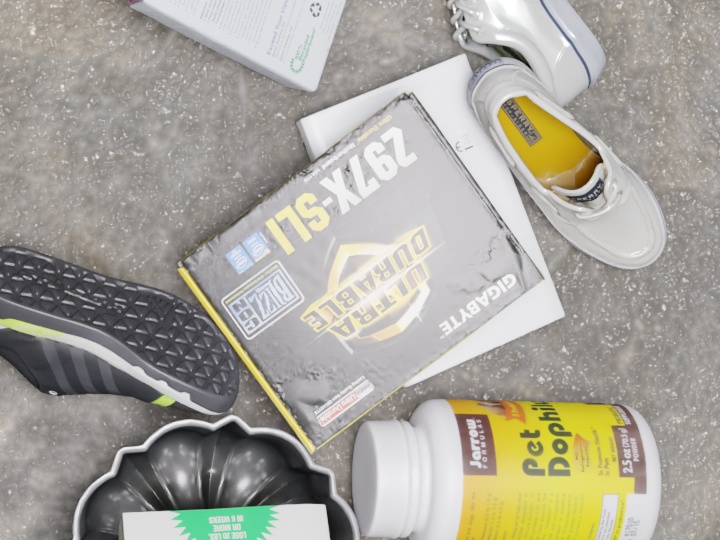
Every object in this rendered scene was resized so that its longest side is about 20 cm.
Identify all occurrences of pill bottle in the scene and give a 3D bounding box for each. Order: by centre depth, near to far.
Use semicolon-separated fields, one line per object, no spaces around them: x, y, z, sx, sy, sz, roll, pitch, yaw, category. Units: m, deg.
0.098;0.145;1.057;0.198;0.109;0.111;2;89;-14;pill bottle

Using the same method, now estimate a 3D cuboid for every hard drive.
0.051;-0.036;1.091;0.131;0.026;0.202;-23;95;-12;hard drive

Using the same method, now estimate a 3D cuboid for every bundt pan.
-0.102;0.195;1.026;0.200;0.076;0.204;0;89;-13;bundt pan

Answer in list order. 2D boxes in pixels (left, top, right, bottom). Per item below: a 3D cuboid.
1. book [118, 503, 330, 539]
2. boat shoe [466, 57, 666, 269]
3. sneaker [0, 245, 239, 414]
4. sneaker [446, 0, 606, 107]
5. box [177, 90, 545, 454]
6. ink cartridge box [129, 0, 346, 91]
-0.074;0.243;0.927;0.132;0.048;0.202;-1;56;-14;book
0.152;-0.064;1.071;0.071;0.070;0.200;-38;116;10;boat shoe
-0.176;0.050;1.017;0.199;0.083;0.072;26;41;-5;sneaker
0.091;-0.193;1.078;0.200;0.073;0.071;47;73;-10;sneaker
0.000;0.000;1.044;0.199;0.049;0.160;-36;92;1;box
-0.078;-0.247;1.013;0.199;0.043;0.198;24;83;-40;ink cartridge box
